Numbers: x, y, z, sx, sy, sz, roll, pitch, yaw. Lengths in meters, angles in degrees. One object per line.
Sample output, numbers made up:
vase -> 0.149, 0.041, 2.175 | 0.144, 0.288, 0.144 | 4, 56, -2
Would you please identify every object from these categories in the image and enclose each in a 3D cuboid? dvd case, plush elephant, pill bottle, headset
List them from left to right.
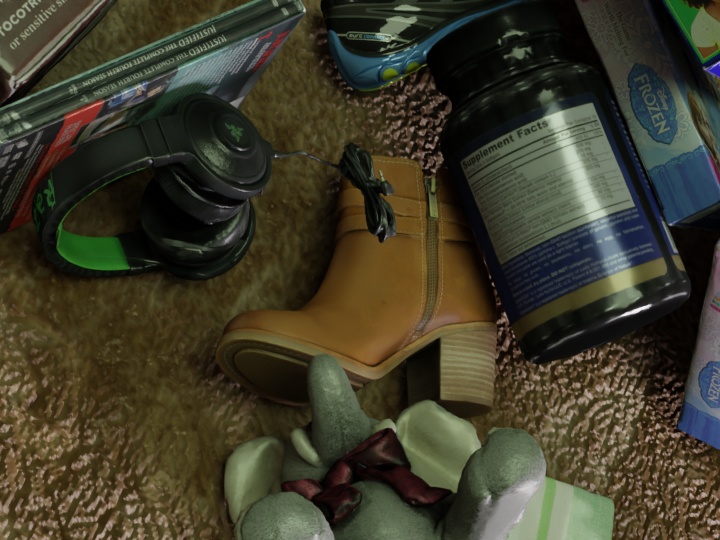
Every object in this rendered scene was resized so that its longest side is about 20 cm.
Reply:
dvd case -> -0.134, -0.082, 1.045 | 0.199, 0.146, 0.022 | -27, 80, -31
headset -> -0.081, -0.035, 1.059 | 0.198, 0.124, 0.095 | -14, 64, -21
plush elephant -> 0.001, 0.122, 1.038 | 0.163, 0.201, 0.156 | -18, 51, -10
pill bottle -> 0.115, -0.055, 1.147 | 0.111, 0.112, 0.202 | -15, 79, -30

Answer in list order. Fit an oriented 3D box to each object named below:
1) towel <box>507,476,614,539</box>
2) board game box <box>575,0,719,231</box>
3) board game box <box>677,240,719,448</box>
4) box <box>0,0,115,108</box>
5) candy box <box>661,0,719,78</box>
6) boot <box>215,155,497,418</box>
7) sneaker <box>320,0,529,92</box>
towel -> 0.063, 0.184, 1.145 | 0.198, 0.023, 0.154 | 20, 66, -22
board game box -> 0.195, -0.126, 1.219 | 0.201, 0.043, 0.200 | 67, 18, 7
board game box -> 0.275, -0.016, 1.216 | 0.043, 0.200, 0.201 | 25, 59, 20
box -> -0.226, -0.191, 1.014 | 0.200, 0.166, 0.164 | 45, 60, -9
candy box -> 0.197, -0.215, 1.139 | 0.201, 0.077, 0.169 | 59, 17, 9
boot -> 0.000, 0.000, 1.129 | 0.198, 0.077, 0.157 | 8, 68, -29
sneaker -> 0.057, -0.188, 1.220 | 0.199, 0.071, 0.083 | -31, 98, -28
